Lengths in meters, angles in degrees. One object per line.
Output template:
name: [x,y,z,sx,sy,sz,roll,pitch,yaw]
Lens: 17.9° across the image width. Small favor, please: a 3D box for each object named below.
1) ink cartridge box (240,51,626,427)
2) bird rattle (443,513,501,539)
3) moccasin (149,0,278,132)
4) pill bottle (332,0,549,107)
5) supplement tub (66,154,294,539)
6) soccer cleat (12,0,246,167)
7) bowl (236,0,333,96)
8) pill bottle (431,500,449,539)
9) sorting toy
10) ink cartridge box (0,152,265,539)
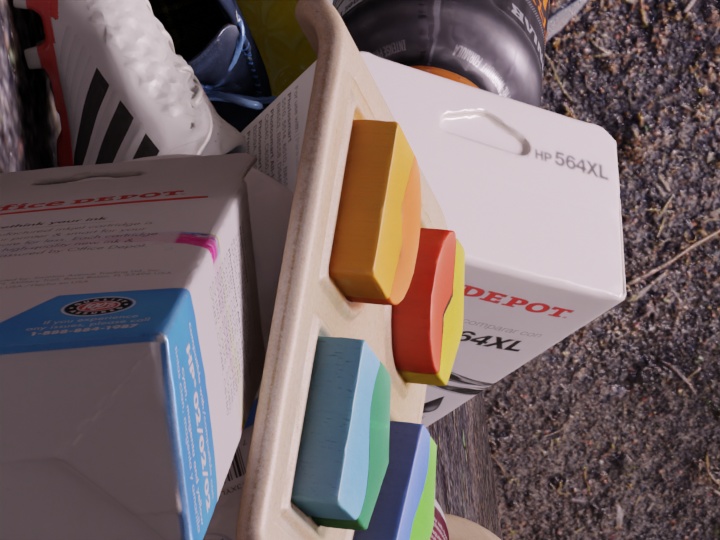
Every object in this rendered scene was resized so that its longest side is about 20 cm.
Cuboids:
ink cartridge box: [0.000,0.000,0.999,0.200,0.146,0.084,-38,-135,51]
bird rattle: [0.030,0.209,1.476,0.200,0.163,0.113,-76,179,-46]
moccasin: [-0.091,-0.105,1.034,0.068,0.080,0.200,-111,175,-53]
pill bottle: [0.037,-0.114,1.097,0.200,0.106,0.106,-80,164,-48]
supplement tub: [-0.061,0.068,0.864,0.132,0.132,0.200,-89,171,-46]
soccer cleat: [-0.090,-0.069,0.929,0.069,0.085,0.200,33,52,-81]
bowl: [-0.049,-0.129,1.209,0.200,0.107,0.201,-5,90,-79]
pill bottle: [-0.005,0.185,1.320,0.200,0.114,0.114,-88,170,-46]
sorting toy: [0.005,0.032,0.780,0.185,0.036,0.200,56,36,-67]
ink cartridge box: [-0.093,0.023,0.690,0.200,0.115,0.068,-73,157,-72]
